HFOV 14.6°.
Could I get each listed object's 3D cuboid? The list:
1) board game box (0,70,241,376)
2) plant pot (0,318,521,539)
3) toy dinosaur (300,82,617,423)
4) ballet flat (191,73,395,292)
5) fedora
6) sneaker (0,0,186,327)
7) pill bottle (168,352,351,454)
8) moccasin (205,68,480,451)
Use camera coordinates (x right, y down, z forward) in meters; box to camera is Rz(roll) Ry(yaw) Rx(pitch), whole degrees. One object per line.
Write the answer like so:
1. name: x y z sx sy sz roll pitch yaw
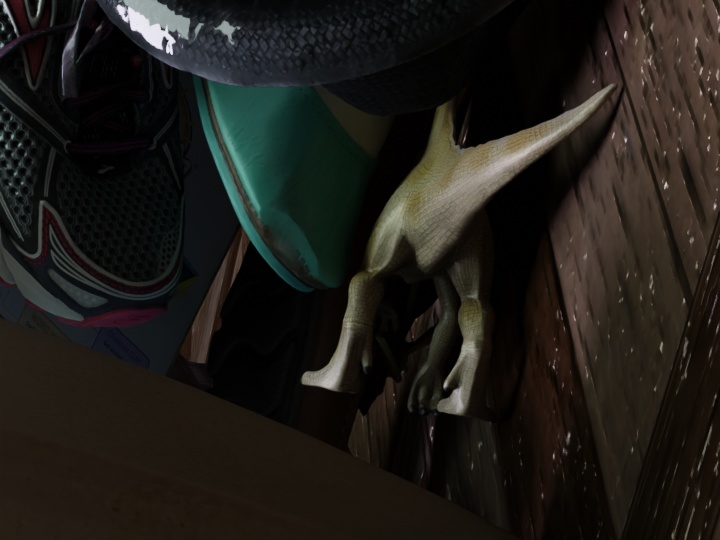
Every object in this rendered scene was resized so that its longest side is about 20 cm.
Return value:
1. board game box: -0.117 -0.016 0.917 0.040 0.153 0.201 -13 41 41
2. plant pot: -0.045 0.128 0.678 0.200 0.176 0.201 -137 57 -81
3. toy dinosaur: 0.021 -0.010 0.840 0.200 0.058 0.102 158 123 -81
4. ballet flat: -0.022 -0.074 0.906 0.070 0.067 0.200 -35 37 9
5. fedora: 0.011 -0.120 0.830 0.092 0.199 0.202 56 -146 -52
6. sneaker: -0.090 -0.081 0.869 0.075 0.080 0.201 -16 83 51
7. pill bottle: -0.099 0.095 1.005 0.107 0.199 0.106 61 175 8
8. moccasin: -0.001 0.000 0.957 0.074 0.077 0.202 -25 47 52
